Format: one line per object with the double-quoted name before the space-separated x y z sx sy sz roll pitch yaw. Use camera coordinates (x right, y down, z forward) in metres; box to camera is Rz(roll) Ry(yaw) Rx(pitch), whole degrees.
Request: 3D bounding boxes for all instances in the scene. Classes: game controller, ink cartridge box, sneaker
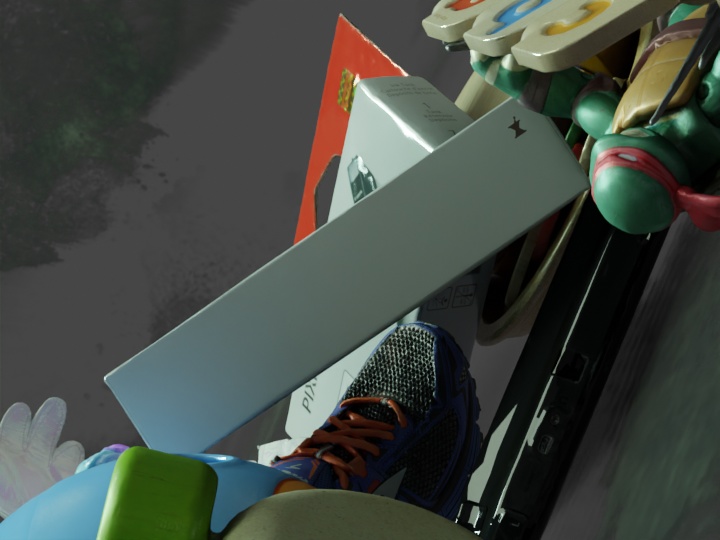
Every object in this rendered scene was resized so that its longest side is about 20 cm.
"game controller" 0.086 0.033 0.872 0.104 0.042 0.201 80 -146 -75
"ink cartridge box" -0.002 -0.004 1.094 0.174 0.043 0.201 44 130 46
"sneaker" -0.011 0.102 0.959 0.075 0.079 0.201 8 57 38

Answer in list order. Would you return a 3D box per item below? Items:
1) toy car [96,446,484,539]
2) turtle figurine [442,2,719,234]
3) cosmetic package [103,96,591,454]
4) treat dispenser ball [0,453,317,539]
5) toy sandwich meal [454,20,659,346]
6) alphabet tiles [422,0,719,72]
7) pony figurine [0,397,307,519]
"toy car" -0.016 0.176 0.639 0.158 0.163 0.202 -89 13 -76
"turtle figurine" 0.109 -0.075 0.757 0.149 0.101 0.200 -11 30 39
"cosmetic package" 0.000 0.000 0.909 0.199 0.052 0.151 -34 -2 6
"treat dispenser ball" -0.064 0.167 0.798 0.202 0.200 0.201 -63 6 12
"toy sandwich meal" 0.081 -0.057 1.078 0.206 0.070 0.205 -63 6 12
"alphabet tiles" 0.119 -0.114 0.681 0.195 0.015 0.200 -31 19 -10
"pony figurine" -0.099 0.150 1.020 0.193 0.165 0.202 -97 9 -72
